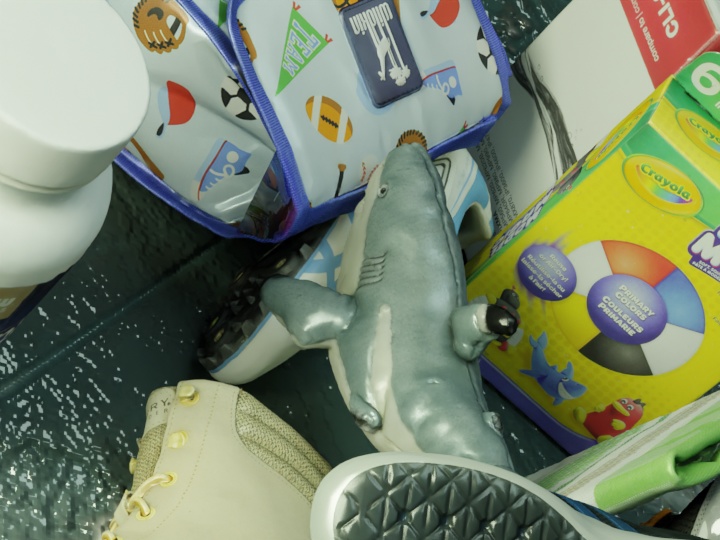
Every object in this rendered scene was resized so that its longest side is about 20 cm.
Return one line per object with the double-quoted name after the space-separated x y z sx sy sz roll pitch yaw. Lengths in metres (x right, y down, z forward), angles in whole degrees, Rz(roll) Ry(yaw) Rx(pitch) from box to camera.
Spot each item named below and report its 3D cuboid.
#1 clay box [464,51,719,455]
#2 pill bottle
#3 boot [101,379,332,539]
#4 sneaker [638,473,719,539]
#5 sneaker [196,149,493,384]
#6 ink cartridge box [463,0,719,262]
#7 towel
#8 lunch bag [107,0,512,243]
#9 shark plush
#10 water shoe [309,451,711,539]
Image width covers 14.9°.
0.133 -0.001 1.260 0.115 0.200 0.048 41 42 -6 "clay box"
-0.161 -0.024 1.028 0.111 0.200 0.111 22 47 -25 "pill bottle"
-0.095 0.106 1.082 0.199 0.073 0.156 21 44 -20 "boot"
0.107 0.141 1.137 0.077 0.200 0.078 42 43 10 "sneaker"
0.000 0.000 1.248 0.073 0.072 0.200 54 44 -5 "sneaker"
0.151 -0.073 1.334 0.144 0.200 0.084 7 51 -36 "ink cartridge box"
0.098 0.097 1.157 0.149 0.200 0.031 -28 89 -48 "towel"
-0.046 -0.112 1.233 0.200 0.124 0.170 45 43 16 "lunch bag"
0.028 0.036 1.112 0.091 0.083 0.200 30 24 -30 "shark plush"
0.063 0.115 1.002 0.199 0.079 0.072 19 83 -21 "water shoe"
